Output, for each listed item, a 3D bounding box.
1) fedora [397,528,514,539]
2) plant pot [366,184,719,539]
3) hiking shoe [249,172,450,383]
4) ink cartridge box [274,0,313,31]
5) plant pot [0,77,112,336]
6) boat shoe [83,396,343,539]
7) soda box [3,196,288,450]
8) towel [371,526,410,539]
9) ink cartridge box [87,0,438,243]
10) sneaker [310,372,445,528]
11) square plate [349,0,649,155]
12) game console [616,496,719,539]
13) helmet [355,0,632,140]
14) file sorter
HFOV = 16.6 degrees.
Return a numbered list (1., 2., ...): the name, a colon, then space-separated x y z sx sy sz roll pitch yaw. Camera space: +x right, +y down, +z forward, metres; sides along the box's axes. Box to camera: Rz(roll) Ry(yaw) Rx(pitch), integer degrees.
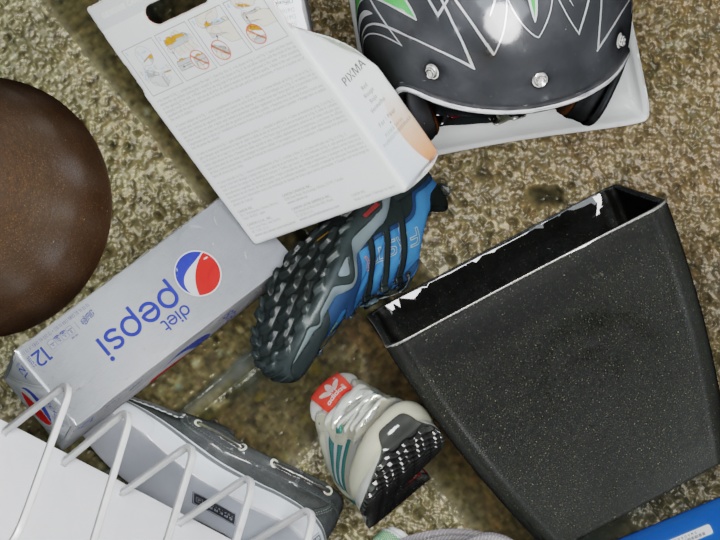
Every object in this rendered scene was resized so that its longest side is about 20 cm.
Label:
1. fedora: 0.067 0.240 1.612 0.177 0.090 0.200 31 61 13
2. plant pot: 0.137 0.070 1.644 0.199 0.200 0.178 -27 97 -1
3. hiking shoe: 0.000 0.000 1.673 0.087 0.074 0.200 41 66 -28
4. ink cartridge box: -0.069 -0.180 1.700 0.067 0.116 0.201 -11 84 1
5. plant pot: -0.272 -0.055 1.654 0.186 0.200 0.187 0 84 2
6. boat shoe: -0.104 0.136 1.705 0.200 0.069 0.057 30 51 11
7. soda box: -0.144 0.032 1.677 0.200 0.063 0.068 -39 85 -24
8. towel: 0.009 0.284 1.656 0.149 0.031 0.200 43 58 7
9. ink cartridge box: -0.065 -0.122 1.606 0.200 0.162 0.050 56 48 -15
10. sneaker: -0.001 0.109 1.635 0.070 0.200 0.093 -38 79 -10
11. square plate: 0.092 -0.188 1.740 0.199 0.028 0.199 -9 84 1
12. game console: 0.250 0.265 1.700 0.200 0.118 0.171 -22 53 -1
13. helmet: 0.087 -0.175 1.613 0.199 0.191 0.200 2 67 -4
14. file sorter: -0.150 0.180 1.582 0.200 0.124 0.139 29 53 -19
